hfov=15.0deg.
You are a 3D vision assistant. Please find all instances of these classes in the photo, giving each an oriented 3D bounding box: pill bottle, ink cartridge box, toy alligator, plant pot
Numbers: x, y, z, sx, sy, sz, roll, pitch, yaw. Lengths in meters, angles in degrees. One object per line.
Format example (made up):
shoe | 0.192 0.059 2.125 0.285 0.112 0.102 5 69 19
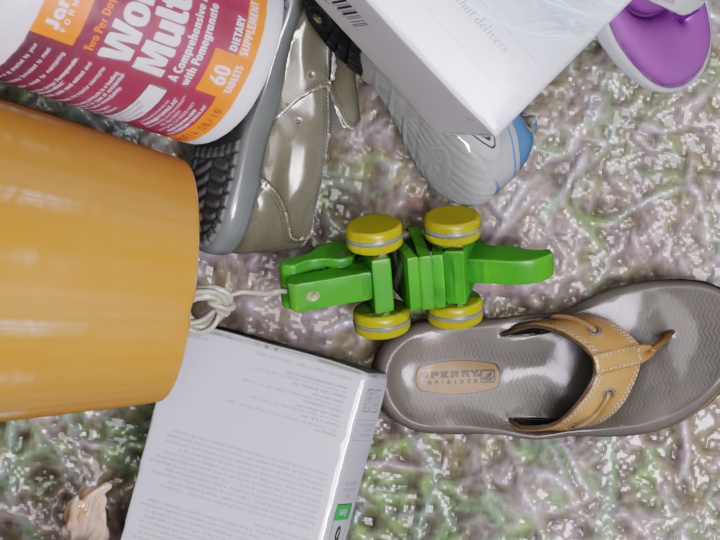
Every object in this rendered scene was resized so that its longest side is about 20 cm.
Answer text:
pill bottle | -0.147 -0.141 1.365 0.199 0.109 0.110 18 91 -32
ink cartridge box | -0.065 0.136 1.426 0.108 0.050 0.201 15 91 15
toy alligator | 0.000 0.000 1.428 0.199 0.054 0.060 -7 112 -6
plant pot | -0.183 -0.003 1.377 0.182 0.200 0.202 7 91 -15

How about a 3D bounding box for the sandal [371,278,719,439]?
sandal | 0.104 0.048 1.431 0.199 0.055 0.082 -2 89 1

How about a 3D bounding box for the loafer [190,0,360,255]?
loafer | -0.036 -0.101 1.433 0.069 0.075 0.201 17 89 -31

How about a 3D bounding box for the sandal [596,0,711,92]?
sandal | 0.145 -0.168 1.378 0.083 0.050 0.203 -48 132 -26

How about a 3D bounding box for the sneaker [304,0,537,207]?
sneaker | 0.029 -0.122 1.393 0.073 0.072 0.200 -56 131 -31

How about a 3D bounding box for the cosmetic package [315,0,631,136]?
cosmetic package | 0.052 -0.201 1.252 0.200 0.123 0.199 -45 100 -6

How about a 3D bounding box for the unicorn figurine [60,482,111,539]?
unicorn figurine | -0.181 0.208 1.411 0.074 0.137 0.200 42 73 -1
